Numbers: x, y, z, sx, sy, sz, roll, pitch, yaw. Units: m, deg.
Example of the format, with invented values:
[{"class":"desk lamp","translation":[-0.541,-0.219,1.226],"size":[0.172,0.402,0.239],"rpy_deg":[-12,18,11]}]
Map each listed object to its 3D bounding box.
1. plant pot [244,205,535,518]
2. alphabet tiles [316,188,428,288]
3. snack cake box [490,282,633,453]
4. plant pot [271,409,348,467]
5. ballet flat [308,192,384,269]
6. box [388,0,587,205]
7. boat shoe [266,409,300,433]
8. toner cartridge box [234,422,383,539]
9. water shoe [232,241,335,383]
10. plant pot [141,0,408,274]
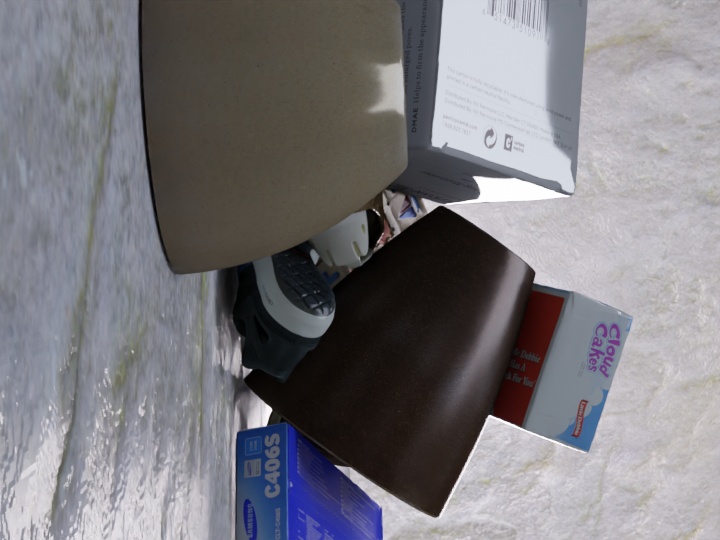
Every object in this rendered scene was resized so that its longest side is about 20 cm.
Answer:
[{"class":"plant pot","translation":[0.042,0.056,1.246],"size":[0.200,0.187,0.187],"rpy_deg":[-55,178,0]},{"class":"alphabet tiles","translation":[0.000,0.000,1.339],"size":[0.008,0.167,0.200],"rpy_deg":[17,-39,49]},{"class":"snack cake box","translation":[0.129,0.068,1.322],"size":[0.200,0.067,0.115],"rpy_deg":[16,-95,65]},{"class":"plant pot","translation":[0.003,0.077,1.511],"size":[0.198,0.200,0.201],"rpy_deg":[-70,158,-68]},{"class":"ballet flat","translation":[-0.015,-0.038,1.182],"size":[0.200,0.068,0.073],"rpy_deg":[22,54,-82]},{"class":"box","translation":[0.071,-0.167,1.273],"size":[0.199,0.130,0.201],"rpy_deg":[13,79,-48]},{"class":"boat shoe","translation":[-0.049,0.208,1.344],"size":[0.072,0.066,0.201],"rpy_deg":[85,3,-55]},{"class":"toner cartridge box","translation":[-0.035,0.196,1.218],"size":[0.200,0.043,0.095],"rpy_deg":[51,31,-56]},{"class":"water shoe","translation":[-0.072,0.009,1.177],"size":[0.079,0.071,0.200],"rpy_deg":[-58,-161,17]},{"class":"plant pot","translation":[-0.042,-0.101,0.905],"size":[0.200,0.134,0.201],"rpy_deg":[-3,90,-88]}]
